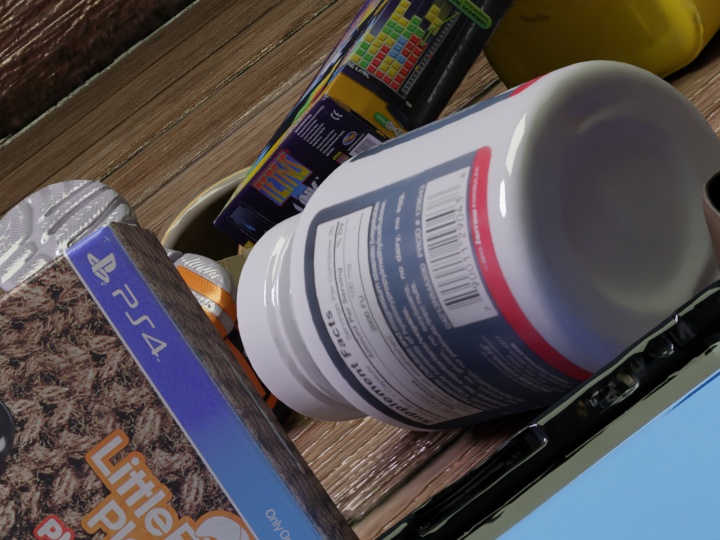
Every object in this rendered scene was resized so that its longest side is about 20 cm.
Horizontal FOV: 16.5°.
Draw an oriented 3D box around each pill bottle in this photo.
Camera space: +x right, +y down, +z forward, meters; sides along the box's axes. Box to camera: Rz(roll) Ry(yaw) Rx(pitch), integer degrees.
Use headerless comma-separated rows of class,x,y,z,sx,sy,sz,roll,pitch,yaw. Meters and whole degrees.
pill bottle,0.043,0.000,0.975,0.120,0.120,0.200,-44,15,-35

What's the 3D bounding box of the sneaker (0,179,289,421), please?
sneaker,-0.108,0.032,1.223,0.078,0.112,0.200,-40,39,-14

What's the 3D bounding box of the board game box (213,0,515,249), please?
board game box,0.011,-0.101,1.301,0.165,0.057,0.200,-58,7,-26

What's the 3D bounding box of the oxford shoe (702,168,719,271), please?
oxford shoe,0.171,-0.015,0.784,0.073,0.084,0.200,-40,15,-26

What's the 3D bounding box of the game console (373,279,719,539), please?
game console,0.070,0.109,0.742,0.200,0.118,0.171,-36,-18,-4

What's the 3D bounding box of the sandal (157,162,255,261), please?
sandal,-0.038,-0.026,1.407,0.200,0.080,0.054,-33,34,-8

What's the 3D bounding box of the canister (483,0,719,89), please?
canister,0.167,-0.178,1.372,0.148,0.087,0.200,-23,19,46

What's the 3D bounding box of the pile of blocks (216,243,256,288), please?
pile of blocks,0.000,0.000,1.241,0.200,0.062,0.082,-27,-14,37

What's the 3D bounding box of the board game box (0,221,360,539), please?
board game box,-0.117,0.104,0.872,0.200,0.160,0.097,-35,-3,3
